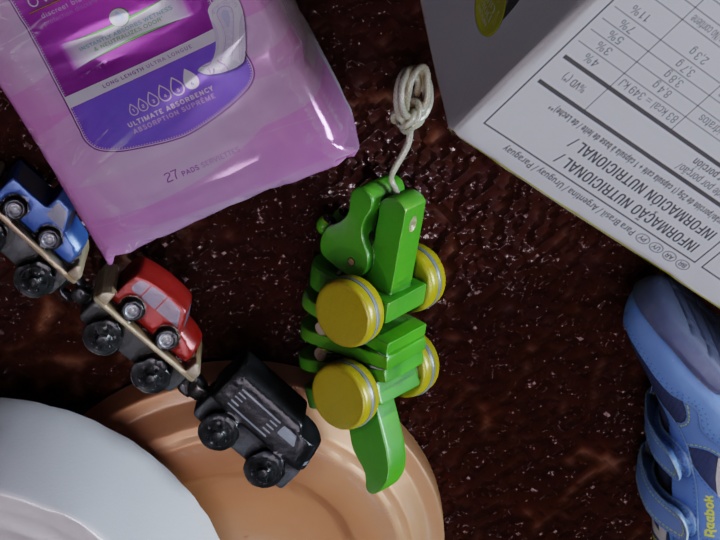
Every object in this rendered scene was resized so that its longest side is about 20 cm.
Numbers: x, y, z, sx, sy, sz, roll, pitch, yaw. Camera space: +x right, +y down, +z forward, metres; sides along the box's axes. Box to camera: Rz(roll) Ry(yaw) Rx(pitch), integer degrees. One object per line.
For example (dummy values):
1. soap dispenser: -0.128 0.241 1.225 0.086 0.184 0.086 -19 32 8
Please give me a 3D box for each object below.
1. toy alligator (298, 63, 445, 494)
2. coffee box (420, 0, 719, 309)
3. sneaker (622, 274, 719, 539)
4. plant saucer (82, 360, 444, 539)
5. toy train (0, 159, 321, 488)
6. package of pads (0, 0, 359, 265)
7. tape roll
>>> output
1. toy alligator: 0.000 0.000 1.137 0.054 0.059 0.201 18 117 31
2. coffee box: 0.152 -0.122 0.923 0.199 0.200 0.198 30 121 -29
3. sneaker: 0.159 0.090 1.195 0.082 0.074 0.200 -25 120 13
4. plant saucer: -0.059 0.133 1.224 0.199 0.032 0.201 -2 123 -4
5. toy train: -0.094 0.020 1.128 0.200 0.034 0.046 41 110 -16
6. package of pads: -0.093 -0.110 1.040 0.120 0.076 0.201 -24 122 6
7. tape roll: -0.160 0.159 1.178 0.201 0.071 0.203 5 122 8
